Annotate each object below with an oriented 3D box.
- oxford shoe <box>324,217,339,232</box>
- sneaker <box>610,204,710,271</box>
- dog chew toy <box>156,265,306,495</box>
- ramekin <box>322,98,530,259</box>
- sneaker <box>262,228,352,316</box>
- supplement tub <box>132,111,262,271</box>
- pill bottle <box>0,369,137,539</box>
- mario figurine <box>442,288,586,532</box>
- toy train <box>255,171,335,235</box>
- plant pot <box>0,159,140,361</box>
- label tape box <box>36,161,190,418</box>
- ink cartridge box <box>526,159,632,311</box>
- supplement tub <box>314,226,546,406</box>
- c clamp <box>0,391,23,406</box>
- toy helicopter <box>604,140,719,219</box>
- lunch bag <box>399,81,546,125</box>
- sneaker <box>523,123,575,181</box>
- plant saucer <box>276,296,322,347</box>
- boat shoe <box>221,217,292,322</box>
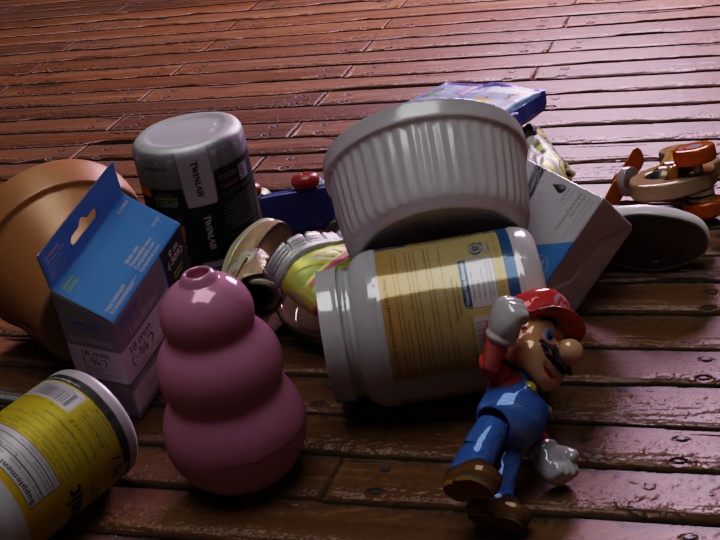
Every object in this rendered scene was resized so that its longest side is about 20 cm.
[{"bbox_3d":[0.043,-0.059,1.481,0.200,0.071,0.071,-23,-1,-19],"label":"oxford shoe"},{"bbox_3d":[0.270,-0.049,1.344,0.200,0.073,0.085,0,31,24],"label":"sneaker"},{"bbox_3d":[-0.117,0.089,1.071,0.124,0.200,0.125,-9,26,4],"label":"dog chew toy"},{"bbox_3d":[0.069,-0.067,1.216,0.200,0.200,0.105,-10,65,2],"label":"ramekin"},{"bbox_3d":[0.000,0.000,1.303,0.200,0.078,0.090,-21,57,-36],"label":"sneaker"},{"bbox_3d":[-0.170,-0.062,1.389,0.122,0.200,0.123,-9,26,4],"label":"supplement tub"},{"bbox_3d":[-0.291,0.177,1.062,0.111,0.111,0.200,10,33,35],"label":"pill bottle"},{"bbox_3d":[0.136,0.099,1.005,0.106,0.124,0.200,16,59,8],"label":"mario figurine"},{"bbox_3d":[-0.132,-0.072,1.539,0.200,0.085,0.116,-10,16,1],"label":"toy train"},{"bbox_3d":[-0.298,0.002,1.345,0.200,0.200,0.140,-23,45,-24],"label":"plant pot"},{"bbox_3d":[-0.223,0.021,1.212,0.063,0.200,0.144,11,45,18],"label":"label tape box"},{"bbox_3d":[0.164,-0.049,1.307,0.200,0.067,0.116,35,91,47],"label":"ink cartridge box"},{"bbox_3d":[0.067,0.044,1.155,0.200,0.145,0.145,-9,26,2],"label":"supplement tub"},{"bbox_3d":[-0.365,0.143,1.259,0.200,0.027,0.171,2,34,20],"label":"c clamp"},{"bbox_3d":[0.351,-0.111,1.466,0.132,0.079,0.200,-10,14,21],"label":"toy helicopter"},{"bbox_3d":[0.128,-0.174,1.576,0.150,0.094,0.200,-29,18,-31],"label":"lunch bag"},{"bbox_3d":[0.214,-0.118,1.528,0.076,0.075,0.200,24,25,-4],"label":"sneaker"},{"bbox_3d":[0.011,0.030,1.335,0.200,0.030,0.200,-9,26,4],"label":"plant saucer"},{"bbox_3d":[-0.110,0.023,1.314,0.066,0.074,0.200,-6,44,36],"label":"boat shoe"}]
